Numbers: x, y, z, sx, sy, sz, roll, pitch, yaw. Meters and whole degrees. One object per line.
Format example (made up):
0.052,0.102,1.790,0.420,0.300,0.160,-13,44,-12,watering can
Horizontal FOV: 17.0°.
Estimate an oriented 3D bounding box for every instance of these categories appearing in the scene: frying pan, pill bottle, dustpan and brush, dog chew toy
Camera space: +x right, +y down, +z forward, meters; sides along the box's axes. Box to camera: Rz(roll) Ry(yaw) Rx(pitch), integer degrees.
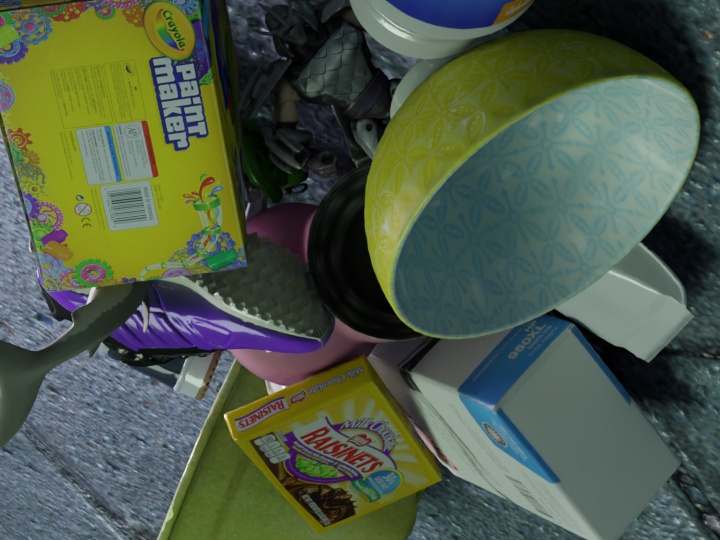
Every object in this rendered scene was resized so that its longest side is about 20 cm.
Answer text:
0.000,-0.040,1.506,0.190,0.115,0.031,49,-176,12,frying pan
0.053,-0.184,1.204,0.112,0.112,0.200,35,157,3,pill bottle
0.116,-0.026,1.499,0.200,0.057,0.140,28,164,2,dustpan and brush
0.000,0.000,1.581,0.200,0.125,0.125,-22,124,28,dog chew toy

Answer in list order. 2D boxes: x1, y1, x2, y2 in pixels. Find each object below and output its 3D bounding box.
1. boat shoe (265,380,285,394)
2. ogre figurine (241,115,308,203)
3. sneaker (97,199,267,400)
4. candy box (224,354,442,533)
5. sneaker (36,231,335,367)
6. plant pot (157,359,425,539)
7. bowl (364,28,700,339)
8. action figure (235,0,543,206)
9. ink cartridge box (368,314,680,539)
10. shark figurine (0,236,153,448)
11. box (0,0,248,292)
-0.039,0.075,1.750,0.075,0.068,0.200,-4,-168,3,boat shoe
-0.131,-0.066,1.600,0.120,0.200,0.098,-12,101,32,ogre figurine
-0.134,-0.004,1.681,0.108,0.200,0.070,20,132,-5,sneaker
-0.015,0.122,1.647,0.026,0.102,0.200,67,-175,28,candy box
-0.113,0.024,1.539,0.200,0.070,0.100,17,133,8,sneaker
-0.048,0.183,1.955,0.184,0.201,0.200,23,156,2,plant pot
0.077,-0.068,1.335,0.108,0.200,0.200,55,168,32,bowl
0.014,-0.094,1.416,0.200,0.130,0.069,41,-172,-20,action figure
0.101,0.091,1.639,0.145,0.084,0.200,50,164,-28,ink cartridge box
-0.152,0.017,1.431,0.128,0.215,0.090,1,134,12,shark figurine
-0.139,-0.130,1.381,0.122,0.193,0.200,-7,132,1,box
